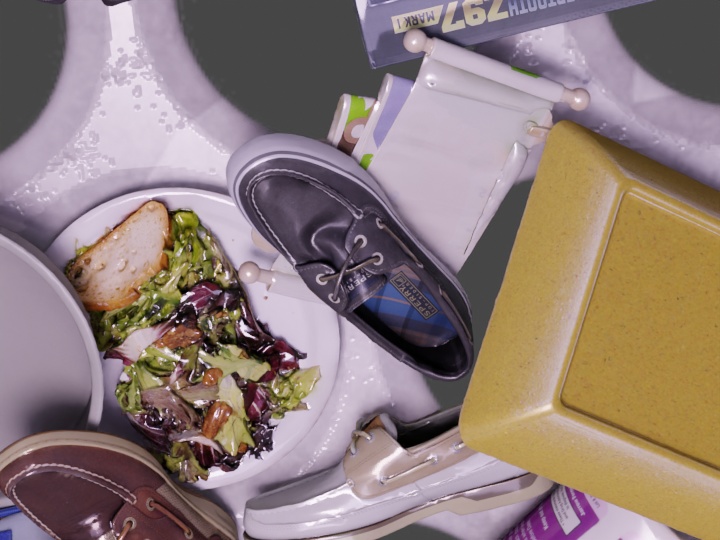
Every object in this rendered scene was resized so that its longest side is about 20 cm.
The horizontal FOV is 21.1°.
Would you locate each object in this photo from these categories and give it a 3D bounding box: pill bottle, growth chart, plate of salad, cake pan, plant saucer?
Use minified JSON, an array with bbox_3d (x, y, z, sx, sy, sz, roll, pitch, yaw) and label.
[{"bbox_3d":[0.123,0.213,1.215,0.112,0.112,0.200,42,105,-14],"label":"pill bottle"},{"bbox_3d":[0.026,-0.050,1.137,0.144,0.018,0.201,22,118,-27],"label":"growth chart"},{"bbox_3d":[-0.111,0.048,1.187,0.198,0.048,0.202,0,109,-1],"label":"plate of salad"},{"bbox_3d":[-0.246,0.051,1.171,0.199,0.037,0.202,5,116,10],"label":"cake pan"},{"bbox_3d":[0.176,0.037,1.122,0.199,0.048,0.201,22,79,-21],"label":"plant saucer"}]

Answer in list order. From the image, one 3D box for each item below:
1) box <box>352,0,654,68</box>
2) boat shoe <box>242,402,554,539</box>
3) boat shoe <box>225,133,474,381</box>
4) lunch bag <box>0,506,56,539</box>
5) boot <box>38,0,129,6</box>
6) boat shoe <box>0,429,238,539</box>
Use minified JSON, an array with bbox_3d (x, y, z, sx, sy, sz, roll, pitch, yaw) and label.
[{"bbox_3d":[0.082,-0.214,1.093,0.198,0.051,0.159,-14,110,3],"label":"box"},{"bbox_3d":[0.018,0.122,1.207,0.198,0.075,0.069,-15,104,-3],"label":"boat shoe"},{"bbox_3d":[0.000,0.000,1.116,0.070,0.066,0.200,-35,126,13],"label":"boat shoe"},{"bbox_3d":[-0.250,0.222,1.214,0.198,0.076,0.161,-14,128,3],"label":"lunch bag"},{"bbox_3d":[-0.110,-0.223,1.085,0.198,0.070,0.133,-5,112,15],"label":"boot"},{"bbox_3d":[-0.140,0.160,1.170,0.072,0.072,0.200,-32,137,17],"label":"boat shoe"}]
